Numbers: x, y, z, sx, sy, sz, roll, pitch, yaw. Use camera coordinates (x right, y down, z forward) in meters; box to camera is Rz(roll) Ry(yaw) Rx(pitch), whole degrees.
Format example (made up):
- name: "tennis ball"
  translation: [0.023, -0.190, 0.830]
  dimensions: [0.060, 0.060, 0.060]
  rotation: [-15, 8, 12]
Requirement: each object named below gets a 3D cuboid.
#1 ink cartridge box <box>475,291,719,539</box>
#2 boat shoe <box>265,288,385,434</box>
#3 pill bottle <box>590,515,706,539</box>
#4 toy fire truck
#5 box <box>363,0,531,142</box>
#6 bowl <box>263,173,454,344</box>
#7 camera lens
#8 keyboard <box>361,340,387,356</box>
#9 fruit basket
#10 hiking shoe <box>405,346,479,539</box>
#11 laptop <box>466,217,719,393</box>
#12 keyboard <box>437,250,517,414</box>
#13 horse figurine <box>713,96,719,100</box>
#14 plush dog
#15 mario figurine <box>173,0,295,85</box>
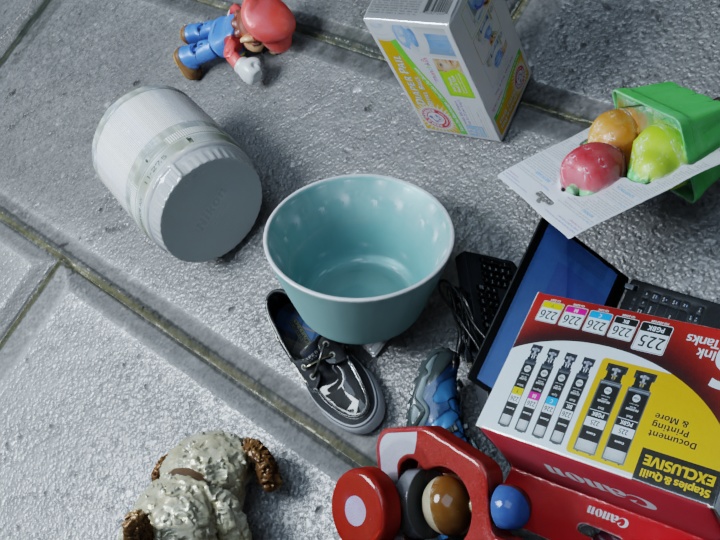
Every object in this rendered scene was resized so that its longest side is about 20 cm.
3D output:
- name: "ink cartridge box"
  translation: [0.200, 0.128, 0.681]
  dimensions: [0.197, 0.084, 0.178]
  rotation: [11, 64, 42]
- name: "boat shoe"
  translation: [-0.046, 0.091, 0.954]
  dimensions: [0.070, 0.066, 0.201]
  rotation: [-38, 53, 3]
- name: "pill bottle"
  translation: [0.221, 0.258, 0.702]
  dimensions: [0.199, 0.110, 0.110]
  rotation: [-41, 53, 1]
- name: "toy fire truck"
  translation: [0.071, 0.228, 0.705]
  dimensions: [0.166, 0.111, 0.205]
  rotation: [-11, 78, 43]
- name: "box"
  translation: [0.103, -0.248, 0.980]
  dimensions: [0.111, 0.200, 0.103]
  rotation: [15, 69, 33]
- name: "bowl"
  translation: [0.000, 0.000, 0.932]
  dimensions: [0.196, 0.107, 0.203]
  rotation: [-2, 41, 1]
- name: "camera lens"
  translation: [-0.233, -0.125, 1.107]
  dimensions: [0.160, 0.160, 0.200]
  rotation: [-45, 54, -3]
- name: "keyboard"
  translation: [-0.029, 0.021, 1.018]
  dimensions: [0.056, 0.011, 0.199]
  rotation: [-47, 53, -3]
- name: "fruit basket"
  translation: [0.255, -0.103, 0.867]
  dimensions: [0.198, 0.095, 0.186]
  rotation: [-31, 27, 0]
- name: "hiking shoe"
  translation: [0.088, 0.176, 0.844]
  dimensions: [0.085, 0.074, 0.205]
  rotation: [2, 75, 22]
- name: "laptop"
  translation: [0.231, 0.071, 0.802]
  dimensions: [0.197, 0.103, 0.180]
  rotation: [19, 74, 36]
- name: "keyboard"
  translation: [0.135, 0.067, 0.859]
  dimensions: [0.040, 0.102, 0.204]
  rotation: [126, 145, -51]
- name: "horse figurine"
  translation: [0.415, -0.150, 0.855]
  dimensions: [0.130, 0.050, 0.201]
  rotation: [-22, 46, -7]
- name: "plush dog"
  translation: [-0.174, 0.239, 0.905]
  dimensions: [0.196, 0.162, 0.173]
  rotation: [-7, 37, 23]
- name: "mario figurine"
  translation: [-0.167, -0.320, 1.249]
  dimensions: [0.197, 0.105, 0.127]
  rotation: [-5, 97, 36]
